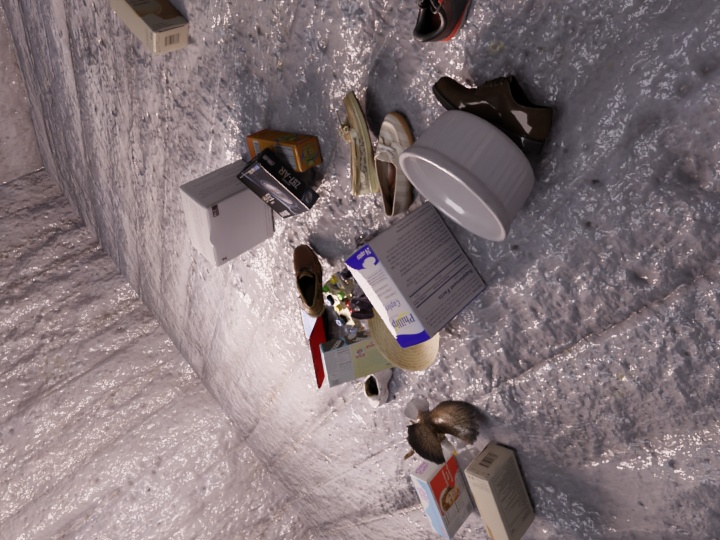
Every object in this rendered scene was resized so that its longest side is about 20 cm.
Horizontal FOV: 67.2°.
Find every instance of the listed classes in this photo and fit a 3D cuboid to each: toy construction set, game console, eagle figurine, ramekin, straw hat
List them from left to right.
[{"bbox_3d":[-0.148,0.204,1.568,0.171,0.118,0.203,27,137,37],"label":"game console"},{"bbox_3d":[-0.029,0.089,1.351,0.130,0.091,0.204,-4,104,53],"label":"toy construction set"},{"bbox_3d":[0.114,0.111,1.179,0.199,0.085,0.204,19,121,33],"label":"straw hat"},{"bbox_3d":[0.180,0.381,1.281,0.148,0.154,0.200,13,160,-2],"label":"eagle figurine"},{"bbox_3d":[0.163,-0.145,0.815,0.199,0.098,0.200,38,177,3],"label":"ramekin"}]

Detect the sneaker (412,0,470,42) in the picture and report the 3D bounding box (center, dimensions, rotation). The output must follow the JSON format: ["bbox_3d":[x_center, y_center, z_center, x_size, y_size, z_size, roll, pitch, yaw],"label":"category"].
[{"bbox_3d":[0.123,-0.395,0.732,0.077,0.081,0.201,42,145,20],"label":"sneaker"}]

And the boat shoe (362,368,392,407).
[{"bbox_3d":[0.035,0.318,1.473,0.070,0.069,0.202,34,142,26],"label":"boat shoe"}]

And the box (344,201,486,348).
[{"bbox_3d":[0.103,0.008,1.013,0.202,0.183,0.105,56,146,0],"label":"box"}]

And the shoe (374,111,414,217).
[{"bbox_3d":[0.063,-0.192,1.013,0.069,0.053,0.203,26,136,38],"label":"shoe"}]

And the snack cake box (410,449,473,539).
[{"bbox_3d":[0.216,0.585,1.427,0.067,0.114,0.203,3,121,51],"label":"snack cake box"}]

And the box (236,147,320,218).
[{"bbox_3d":[-0.197,-0.198,1.271,0.160,0.044,0.199,42,163,-20],"label":"box"}]

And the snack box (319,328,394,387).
[{"bbox_3d":[0.006,0.200,1.298,0.037,0.197,0.118,-121,19,-52],"label":"snack box"}]

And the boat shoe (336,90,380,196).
[{"bbox_3d":[-0.008,-0.236,1.034,0.074,0.062,0.203,-95,-9,-62],"label":"boat shoe"}]

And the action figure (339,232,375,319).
[{"bbox_3d":[0.000,0.000,1.180,0.131,0.068,0.203,116,157,-50],"label":"action figure"}]

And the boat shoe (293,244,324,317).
[{"bbox_3d":[-0.130,0.015,1.368,0.068,0.071,0.203,69,-177,-65],"label":"boat shoe"}]

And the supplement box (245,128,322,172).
[{"bbox_3d":[-0.178,-0.276,1.241,0.198,0.066,0.070,22,133,41],"label":"supplement box"}]

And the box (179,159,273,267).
[{"bbox_3d":[-0.352,-0.154,1.450,0.130,0.199,0.201,36,142,30],"label":"box"}]

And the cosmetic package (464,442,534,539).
[{"bbox_3d":[0.318,0.509,1.229,0.071,0.105,0.203,4,119,52],"label":"cosmetic package"}]

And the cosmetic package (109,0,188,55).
[{"bbox_3d":[-0.527,-0.637,1.351,0.200,0.105,0.071,46,145,12],"label":"cosmetic package"}]

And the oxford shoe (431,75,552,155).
[{"bbox_3d":[0.193,-0.250,0.793,0.199,0.072,0.086,34,126,26],"label":"oxford shoe"}]
